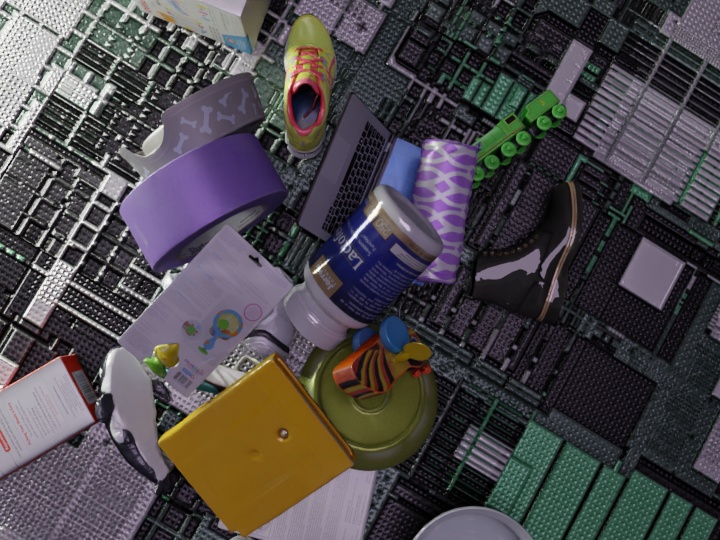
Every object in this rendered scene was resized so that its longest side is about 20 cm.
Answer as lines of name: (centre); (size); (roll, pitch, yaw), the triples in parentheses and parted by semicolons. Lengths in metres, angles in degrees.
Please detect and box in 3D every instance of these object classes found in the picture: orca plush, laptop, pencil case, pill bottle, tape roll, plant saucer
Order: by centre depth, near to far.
pill bottle: (0.000, 0.000, 0.828); (0.116, 0.116, 0.200); (44, 106, -1)
tape roll: (-0.197, -0.085, 0.836); (0.198, 0.200, 0.086); (-32, 90, -5)
pencil case: (0.106, -0.081, 0.891); (0.082, 0.085, 0.204); (10, 93, -8)
plant saucer: (0.012, 0.168, 0.895); (0.196, 0.031, 0.203); (2, 71, -5)
orca plush: (-0.311, 0.207, 0.897); (0.071, 0.105, 0.202); (-24, 100, 40)
laptop: (0.037, -0.105, 0.900); (0.115, 0.200, 0.190); (19, 84, 31)

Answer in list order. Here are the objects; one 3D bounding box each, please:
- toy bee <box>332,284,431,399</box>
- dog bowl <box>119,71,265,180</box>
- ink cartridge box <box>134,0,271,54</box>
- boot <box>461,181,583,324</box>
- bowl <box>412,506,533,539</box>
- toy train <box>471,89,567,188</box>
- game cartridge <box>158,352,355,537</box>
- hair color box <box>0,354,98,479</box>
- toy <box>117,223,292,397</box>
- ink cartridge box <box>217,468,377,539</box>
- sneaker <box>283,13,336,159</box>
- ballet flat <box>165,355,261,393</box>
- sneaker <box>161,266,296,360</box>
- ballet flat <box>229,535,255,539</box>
toy bee: (0.050, 0.108, 0.849); (0.200, 0.130, 0.109); (-43, 103, -28)
dog bowl: (-0.209, -0.177, 0.846); (0.199, 0.200, 0.059); (-33, 100, -5)
ink cartridge box: (-0.226, -0.408, 0.887); (0.197, 0.129, 0.127); (20, 86, -2)
boot: (0.231, -0.038, 0.930); (0.136, 0.077, 0.203); (12, 85, 2)
bowl: (0.144, 0.412, 0.890); (0.197, 0.090, 0.205); (0, 87, -5)
toy train: (0.214, -0.192, 0.944); (0.199, 0.042, 0.057); (-36, 80, -10)
game cartridge: (-0.134, 0.231, 0.847); (0.199, 0.032, 0.177); (-35, 98, 12)
hair color box: (-0.456, 0.207, 0.873); (0.198, 0.061, 0.103); (-30, 89, -6)
toy: (-0.195, 0.050, 0.830); (0.115, 0.047, 0.200); (43, 89, -18)
ink cartridge box: (-0.081, 0.300, 0.908); (0.197, 0.050, 0.164); (13, 86, 6)
sneaker: (-0.070, -0.264, 0.910); (0.077, 0.090, 0.204); (-1, 86, -2)
ballet flat: (-0.182, 0.143, 0.890); (0.197, 0.069, 0.070); (20, 86, 1)
sneaker: (-0.164, 0.032, 0.898); (0.198, 0.075, 0.116); (32, 85, -7)
ballet flat: (-0.116, 0.449, 0.883); (0.069, 0.069, 0.201); (-36, 90, -5)
